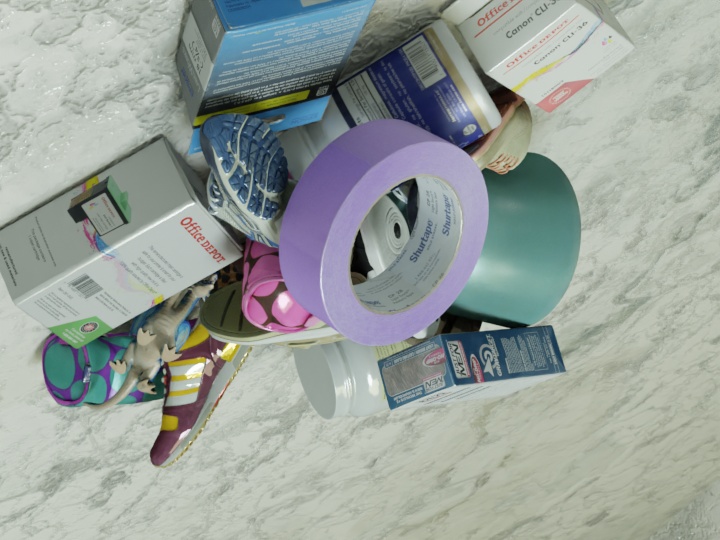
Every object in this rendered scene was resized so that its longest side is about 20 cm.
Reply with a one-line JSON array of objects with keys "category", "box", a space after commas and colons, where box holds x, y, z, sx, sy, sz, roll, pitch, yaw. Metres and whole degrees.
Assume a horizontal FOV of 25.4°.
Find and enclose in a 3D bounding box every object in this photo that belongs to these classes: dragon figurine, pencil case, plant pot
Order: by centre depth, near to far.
[{"category": "pencil case", "box": [-0.066, -0.020, 1.592, 0.094, 0.200, 0.091, 36, 124, -22]}, {"category": "dragon figurine", "box": [-0.214, 0.071, 1.661, 0.200, 0.059, 0.099, -53, -171, 34]}, {"category": "plant pot", "box": [0.117, -0.042, 1.764, 0.161, 0.201, 0.201, 7, 139, -36]}, {"category": "pencil case", "box": [-0.248, 0.099, 1.774, 0.200, 0.085, 0.093, -4, 111, -44]}]

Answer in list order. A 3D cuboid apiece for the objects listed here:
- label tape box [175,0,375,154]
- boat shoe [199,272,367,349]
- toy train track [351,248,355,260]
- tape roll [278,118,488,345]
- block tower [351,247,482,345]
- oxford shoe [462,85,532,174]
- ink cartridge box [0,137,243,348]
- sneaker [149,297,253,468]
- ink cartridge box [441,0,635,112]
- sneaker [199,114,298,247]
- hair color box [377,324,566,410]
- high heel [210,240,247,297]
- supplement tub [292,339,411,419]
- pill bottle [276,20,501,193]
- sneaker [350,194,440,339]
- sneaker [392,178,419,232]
[{"category": "label tape box", "box": [-0.083, -0.193, 1.400, 0.144, 0.063, 0.200, -17, 160, -24]}, {"category": "boat shoe", "box": [-0.069, 0.051, 1.647, 0.200, 0.075, 0.068, -4, 148, 27]}, {"category": "toy train track", "box": [-0.077, 0.046, 1.766, 0.200, 0.033, 0.115, -41, 164, 19]}, {"category": "tape roll", "box": [0.024, -0.034, 1.462, 0.200, 0.066, 0.201, -20, 125, -32]}, {"category": "block tower", "box": [0.041, 0.038, 1.845, 0.054, 0.200, 0.058, -67, -178, -55]}, {"category": "oxford shoe", "box": [0.142, -0.132, 1.633, 0.071, 0.074, 0.200, -18, -164, 29]}, {"category": "ink cartridge box", "box": [-0.234, -0.024, 1.550, 0.200, 0.084, 0.145, -29, 155, 4]}, {"category": "sneaker", "box": [-0.190, 0.117, 1.734, 0.200, 0.090, 0.075, -58, -176, 4]}, {"category": "ink cartridge box", "box": [0.178, -0.237, 1.585, 0.116, 0.068, 0.200, -38, 154, 20]}, {"category": "sneaker", "box": [-0.109, -0.074, 1.446, 0.085, 0.077, 0.200, 6, 154, 25]}, {"category": "hair color box", "box": [0.125, 0.106, 1.759, 0.100, 0.061, 0.200, -26, 164, 40]}, {"category": "high heel", "box": [-0.089, -0.036, 1.709, 0.200, 0.071, 0.143, -10, 144, -41]}, {"category": "supplement tub", "box": [0.031, 0.097, 1.986, 0.200, 0.145, 0.145, -18, 153, -22]}, {"category": "pill bottle", "box": [0.024, -0.142, 1.547, 0.200, 0.120, 0.120, -31, 155, 7]}, {"category": "sneaker", "box": [0.000, 0.000, 1.663, 0.112, 0.073, 0.200, -1, 135, 28]}, {"category": "sneaker", "box": [0.064, -0.091, 1.635, 0.085, 0.200, 0.077, -22, 121, 25]}]
